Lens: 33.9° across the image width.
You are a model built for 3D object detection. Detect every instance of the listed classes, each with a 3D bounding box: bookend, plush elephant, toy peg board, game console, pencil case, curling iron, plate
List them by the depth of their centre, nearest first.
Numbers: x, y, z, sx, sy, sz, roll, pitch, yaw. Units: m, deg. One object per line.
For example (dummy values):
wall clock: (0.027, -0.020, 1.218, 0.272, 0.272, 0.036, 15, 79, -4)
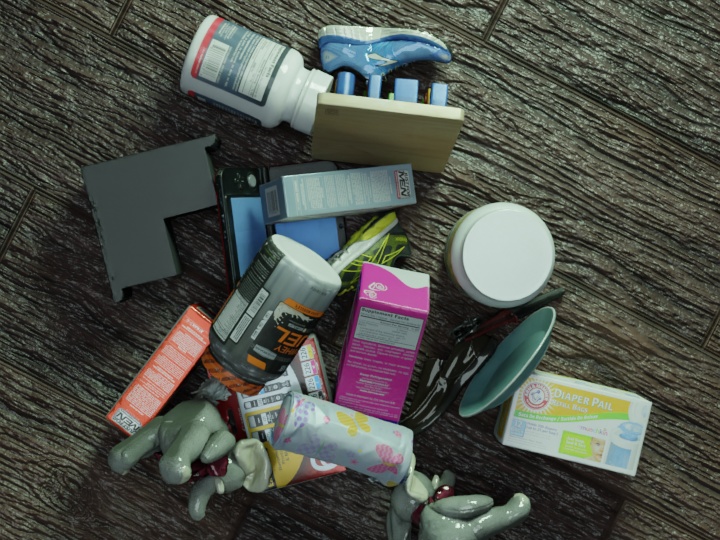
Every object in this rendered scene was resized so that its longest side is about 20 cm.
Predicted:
plush elephant: (-0.220, 0.263, 1.635, 0.164, 0.200, 0.156, -6, 120, 39)
pencil case: (-0.025, 0.235, 1.642, 0.199, 0.083, 0.091, 21, 131, -13)
plate: (0.212, 0.135, 1.663, 0.026, 0.200, 0.200, 40, 91, -5)
toy peg board: (0.036, -0.228, 1.666, 0.198, 0.199, 0.099, 6, 74, -3)
plush elephant: (0.111, 0.348, 1.703, 0.199, 0.165, 0.155, -9, 50, -31)
game console: (-0.110, -0.055, 1.705, 0.118, 0.172, 0.202, -7, 91, 27)
bookend: (-0.279, -0.075, 1.712, 0.198, 0.092, 0.200, -15, 92, -1)
curling iron: (0.217, 0.065, 1.715, 0.199, 0.050, 0.026, -18, 72, -23)

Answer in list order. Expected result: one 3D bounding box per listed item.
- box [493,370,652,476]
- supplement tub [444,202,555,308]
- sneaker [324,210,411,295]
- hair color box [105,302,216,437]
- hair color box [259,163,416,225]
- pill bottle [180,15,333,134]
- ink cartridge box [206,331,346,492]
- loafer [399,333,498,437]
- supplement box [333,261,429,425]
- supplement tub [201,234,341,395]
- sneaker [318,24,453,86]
box: (0.304, 0.214, 1.712, 0.198, 0.101, 0.113, 13, 91, 0)
supplement tub: (0.194, -0.022, 1.659, 0.143, 0.200, 0.146, 0, 91, 0)
sneaker: (0.000, 0.000, 1.703, 0.200, 0.074, 0.085, -43, 100, -18)
hair color box: (-0.278, 0.145, 1.712, 0.061, 0.102, 0.200, 38, 92, -1)
hair color box: (-0.032, -0.108, 1.673, 0.199, 0.099, 0.061, -7, 90, -25)
pill bottle: (-0.146, -0.274, 1.696, 0.199, 0.120, 0.120, 23, 91, -1)
ink cartridge box: (-0.125, 0.210, 1.721, 0.174, 0.084, 0.202, -15, 91, 1)
loafer: (0.115, 0.160, 1.733, 0.071, 0.073, 0.200, 41, 81, 3)
supplement box: (0.029, 0.104, 1.668, 0.103, 0.101, 0.201, 13, 120, -4)
supplement tub: (-0.125, 0.063, 1.609, 0.122, 0.123, 0.201, 34, 103, 0)
sneaker: (0.037, -0.309, 1.725, 0.198, 0.079, 0.090, 3, 98, 8)
